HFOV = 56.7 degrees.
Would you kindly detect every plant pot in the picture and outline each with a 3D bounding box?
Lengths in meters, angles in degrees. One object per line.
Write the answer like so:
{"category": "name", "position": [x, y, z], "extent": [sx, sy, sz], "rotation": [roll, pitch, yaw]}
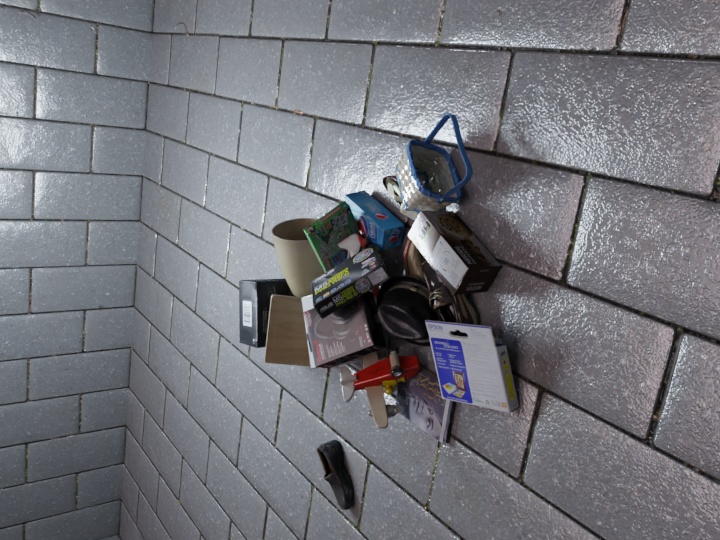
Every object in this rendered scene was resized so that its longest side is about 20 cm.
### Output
{"category": "plant pot", "position": [-0.164, -0.030, 1.988], "extent": [0.187, 0.185, 0.203], "rotation": [28, 128, 48]}

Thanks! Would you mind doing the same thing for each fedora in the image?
{"category": "fedora", "position": [0.112, 0.113, 1.617], "extent": [0.198, 0.091, 0.204], "rotation": [13, 117, 28]}

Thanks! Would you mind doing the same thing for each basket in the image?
{"category": "basket", "position": [0.173, -0.236, 1.536], "extent": [0.200, 0.137, 0.179], "rotation": [-45, 47, 50]}

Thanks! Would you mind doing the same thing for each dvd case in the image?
{"category": "dvd case", "position": [0.161, 0.325, 1.684], "extent": [0.199, 0.016, 0.151], "rotation": [24, 110, 50]}

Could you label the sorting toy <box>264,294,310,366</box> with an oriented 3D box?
{"category": "sorting toy", "position": [-0.180, 0.178, 1.998], "extent": [0.070, 0.197, 0.202], "rotation": [-145, 62, -78]}

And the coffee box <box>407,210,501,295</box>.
{"category": "coffee box", "position": [0.211, -0.044, 1.520], "extent": [0.201, 0.112, 0.080], "rotation": [56, 133, 36]}

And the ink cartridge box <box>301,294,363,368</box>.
{"category": "ink cartridge box", "position": [-0.056, 0.159, 1.856], "extent": [0.145, 0.145, 0.203], "rotation": [-18, 78, 51]}

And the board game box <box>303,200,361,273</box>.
{"category": "board game box", "position": [-0.061, -0.076, 1.780], "extent": [0.029, 0.134, 0.201], "rotation": [47, 167, 38]}

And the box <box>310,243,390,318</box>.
{"category": "box", "position": [-0.029, 0.024, 1.671], "extent": [0.045, 0.198, 0.161], "rotation": [57, -173, -22]}

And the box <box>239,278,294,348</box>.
{"category": "box", "position": [-0.270, 0.128, 2.092], "extent": [0.117, 0.198, 0.200], "rotation": [3, 94, 51]}

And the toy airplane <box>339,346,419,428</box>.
{"category": "toy airplane", "position": [0.044, 0.282, 1.713], "extent": [0.198, 0.141, 0.202], "rotation": [21, 75, 40]}

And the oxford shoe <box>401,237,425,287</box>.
{"category": "oxford shoe", "position": [0.150, -0.010, 1.653], "extent": [0.074, 0.070, 0.203], "rotation": [15, 111, 32]}

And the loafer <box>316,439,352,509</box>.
{"category": "loafer", "position": [-0.080, 0.607, 1.969], "extent": [0.073, 0.072, 0.203], "rotation": [-40, 62, 45]}

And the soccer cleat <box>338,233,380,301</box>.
{"category": "soccer cleat", "position": [0.000, 0.000, 1.783], "extent": [0.069, 0.084, 0.203], "rotation": [-124, 15, -71]}

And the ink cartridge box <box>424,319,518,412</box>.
{"category": "ink cartridge box", "position": [0.246, 0.205, 1.492], "extent": [0.196, 0.047, 0.203], "rotation": [2, 109, 50]}

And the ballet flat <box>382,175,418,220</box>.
{"category": "ballet flat", "position": [0.116, -0.176, 1.674], "extent": [0.200, 0.070, 0.070], "rotation": [50, 128, 39]}

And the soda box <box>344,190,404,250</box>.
{"category": "soda box", "position": [0.032, -0.136, 1.780], "extent": [0.200, 0.067, 0.065], "rotation": [45, 139, 42]}

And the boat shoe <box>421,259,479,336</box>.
{"category": "boat shoe", "position": [0.198, 0.062, 1.540], "extent": [0.201, 0.073, 0.074], "rotation": [57, 137, 11]}

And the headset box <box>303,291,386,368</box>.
{"category": "headset box", "position": [-0.049, 0.153, 1.698], "extent": [0.198, 0.077, 0.151], "rotation": [-22, 70, 23]}
